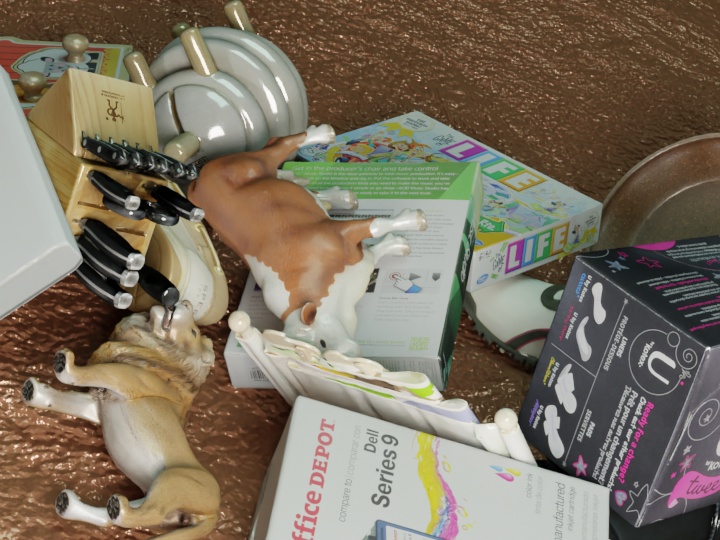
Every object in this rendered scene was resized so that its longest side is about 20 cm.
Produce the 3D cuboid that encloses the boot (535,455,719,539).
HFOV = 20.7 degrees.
[{"bbox_3d":[0.207,0.168,1.240,0.162,0.074,0.198,-4,33,-36],"label":"boot"}]

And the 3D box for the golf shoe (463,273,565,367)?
[{"bbox_3d":[0.164,0.035,1.393,0.199,0.088,0.077,27,35,13],"label":"golf shoe"}]

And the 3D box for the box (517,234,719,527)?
[{"bbox_3d":[0.215,0.064,1.224,0.199,0.133,0.115,-7,33,-42],"label":"box"}]

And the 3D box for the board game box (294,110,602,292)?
[{"bbox_3d":[0.060,-0.055,1.457,0.134,0.034,0.200,-20,36,-38],"label":"board game box"}]

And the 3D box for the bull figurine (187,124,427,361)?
[{"bbox_3d":[-0.033,-0.020,1.276,0.121,0.065,0.200,-21,48,-23],"label":"bull figurine"}]

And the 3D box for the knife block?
[{"bbox_3d":[-0.175,-0.028,1.257,0.064,0.200,0.176,12,58,-34],"label":"knife block"}]

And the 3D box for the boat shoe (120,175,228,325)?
[{"bbox_3d":[-0.143,-0.025,1.335,0.069,0.074,0.200,27,21,-36],"label":"boat shoe"}]

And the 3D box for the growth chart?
[{"bbox_3d":[0.019,0.085,1.192,0.199,0.145,0.018,18,67,22],"label":"growth chart"}]

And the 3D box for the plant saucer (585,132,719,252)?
[{"bbox_3d":[0.266,-0.002,1.452,0.200,0.201,0.037,41,-1,28],"label":"plant saucer"}]

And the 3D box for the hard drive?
[{"bbox_3d":[-0.259,-0.038,1.246,0.026,0.132,0.200,53,6,-46],"label":"hard drive"}]

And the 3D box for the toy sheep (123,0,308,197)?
[{"bbox_3d":[-0.103,-0.114,1.418,0.137,0.138,0.200,27,29,10],"label":"toy sheep"}]

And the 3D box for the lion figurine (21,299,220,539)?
[{"bbox_3d":[-0.124,0.104,1.166,0.122,0.072,0.201,13,46,-39],"label":"lion figurine"}]

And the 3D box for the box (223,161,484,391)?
[{"bbox_3d":[0.000,0.000,1.322,0.144,0.036,0.200,1,43,13],"label":"box"}]

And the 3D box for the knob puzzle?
[{"bbox_3d":[-0.266,-0.143,1.413,0.218,0.031,0.220,2,25,-1],"label":"knob puzzle"}]

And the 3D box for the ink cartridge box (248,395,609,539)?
[{"bbox_3d":[0.035,0.173,1.119,0.199,0.088,0.146,16,39,-4],"label":"ink cartridge box"}]
